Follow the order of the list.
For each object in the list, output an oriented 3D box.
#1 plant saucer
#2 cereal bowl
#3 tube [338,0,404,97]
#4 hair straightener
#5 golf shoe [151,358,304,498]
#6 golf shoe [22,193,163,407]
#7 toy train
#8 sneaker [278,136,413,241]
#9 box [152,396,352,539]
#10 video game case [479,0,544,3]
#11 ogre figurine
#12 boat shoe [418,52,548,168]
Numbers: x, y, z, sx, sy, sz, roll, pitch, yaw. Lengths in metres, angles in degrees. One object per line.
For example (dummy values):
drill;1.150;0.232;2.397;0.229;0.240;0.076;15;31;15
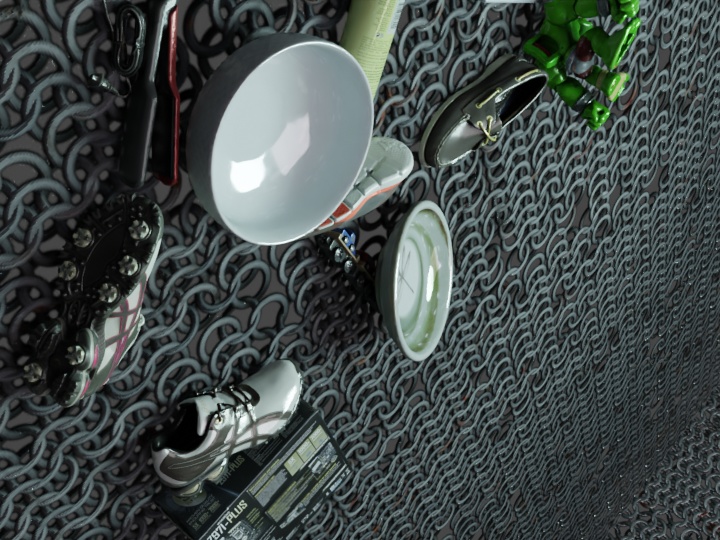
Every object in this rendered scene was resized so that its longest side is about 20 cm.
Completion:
plant saucer;0.061;0.012;1.098;0.200;0.050;0.201;-16;108;-63
cereal bowl;-0.084;-0.128;0.818;0.200;0.083;0.200;-30;135;-35
tube;-0.005;-0.205;0.897;0.058;0.052;0.200;13;118;-10
hair straightener;-0.180;-0.161;0.711;0.077;0.041;0.200;-16;127;-45
golf shoe;-0.143;0.159;0.963;0.200;0.078;0.095;-44;142;-23
golf shoe;-0.228;0.024;0.780;0.200;0.077;0.088;-61;165;7
toy train;0.000;0.000;1.059;0.046;0.034;0.200;-64;148;-16
sneaker;-0.028;-0.070;0.943;0.200;0.077;0.082;-26;156;-23
box;-0.122;0.258;1.053;0.200;0.086;0.164;-46;144;-18
video game case;0.216;-0.418;1.031;0.182;0.022;0.200;-17;129;-44
ogre figurine;0.277;-0.279;1.100;0.098;0.120;0.200;-53;157;-9
boat shoe;0.153;-0.194;1.082;0.201;0.061;0.072;-46;144;-18
